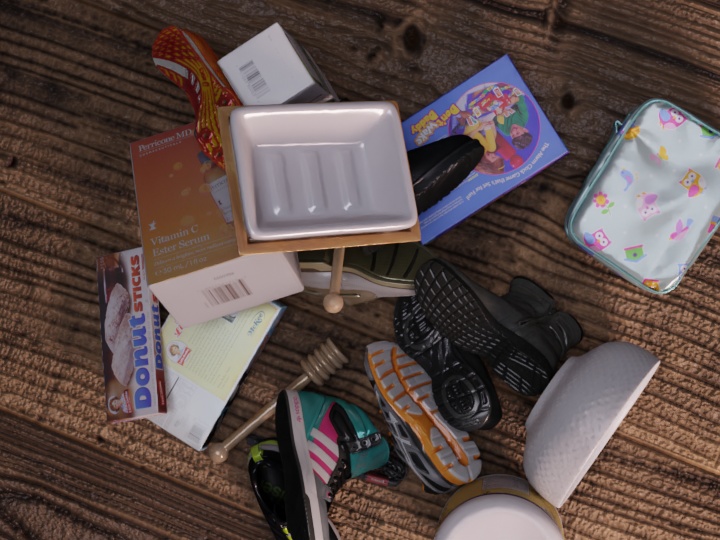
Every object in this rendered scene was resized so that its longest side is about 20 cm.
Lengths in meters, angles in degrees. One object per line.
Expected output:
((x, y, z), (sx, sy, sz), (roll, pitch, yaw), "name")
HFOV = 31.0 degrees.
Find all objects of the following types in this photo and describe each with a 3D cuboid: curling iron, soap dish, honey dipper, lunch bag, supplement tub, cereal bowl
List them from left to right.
((-0.099, 0.158, 1.529), (0.200, 0.038, 0.038), (-41, 86, 4), "honey dipper")
((-0.046, -0.093, 1.350), (0.199, 0.081, 0.158), (-5, 76, -21), "soap dish")
((-0.038, 0.219, 1.540), (0.199, 0.026, 0.050), (7, 70, 12), "curling iron")
((-0.021, -0.039, 1.476), (0.038, 0.038, 0.201), (-1, 56, 7), "honey dipper")
((0.153, 0.303, 1.427), (0.145, 0.200, 0.146), (0, 90, 6), "supplement tub")
((0.239, 0.156, 1.421), (0.083, 0.200, 0.201), (34, 94, 15), "cereal bowl")
((0.331, -0.088, 1.466), (0.160, 0.077, 0.200), (33, 94, 7), "lunch bag")

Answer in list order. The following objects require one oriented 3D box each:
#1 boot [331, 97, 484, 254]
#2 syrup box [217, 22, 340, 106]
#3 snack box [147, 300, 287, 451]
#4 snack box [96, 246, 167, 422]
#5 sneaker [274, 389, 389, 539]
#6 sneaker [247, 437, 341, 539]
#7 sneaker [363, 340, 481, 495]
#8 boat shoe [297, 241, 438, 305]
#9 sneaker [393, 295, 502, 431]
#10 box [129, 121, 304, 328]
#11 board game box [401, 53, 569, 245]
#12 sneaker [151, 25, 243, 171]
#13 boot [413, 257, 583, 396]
((0.018, -0.129, 1.461), (0.198, 0.073, 0.163), (-38, 71, -10), "boot")
((-0.086, -0.208, 1.453), (0.081, 0.200, 0.079), (-32, 86, 6), "syrup box")
((-0.187, 0.099, 1.548), (0.116, 0.037, 0.201), (31, 94, 8), "snack box")
((-0.271, 0.076, 1.538), (0.072, 0.024, 0.201), (-11, 76, 20), "snack box")
((-0.025, 0.227, 1.458), (0.120, 0.084, 0.201), (2, 60, -20), "sneaker")
((-0.083, 0.289, 1.505), (0.072, 0.083, 0.201), (-27, 98, 9), "sneaker")
((0.057, 0.172, 1.501), (0.200, 0.078, 0.077), (60, 139, 20), "sneaker")
((0.000, 0.000, 1.509), (0.199, 0.069, 0.075), (10, 52, 13), "boat shoe")
((0.102, 0.101, 1.498), (0.076, 0.091, 0.201), (-30, 65, 17), "sneaker")
((-0.164, -0.061, 1.470), (0.152, 0.106, 0.201), (-18, 59, 7), "box")
((0.121, -0.138, 1.506), (0.200, 0.045, 0.135), (-32, 87, 6), "board game box")
((-0.156, -0.190, 1.436), (0.073, 0.077, 0.201), (-37, 69, 24), "sneaker")
((0.156, 0.043, 1.468), (0.200, 0.131, 0.068), (43, 129, -2), "boot")
